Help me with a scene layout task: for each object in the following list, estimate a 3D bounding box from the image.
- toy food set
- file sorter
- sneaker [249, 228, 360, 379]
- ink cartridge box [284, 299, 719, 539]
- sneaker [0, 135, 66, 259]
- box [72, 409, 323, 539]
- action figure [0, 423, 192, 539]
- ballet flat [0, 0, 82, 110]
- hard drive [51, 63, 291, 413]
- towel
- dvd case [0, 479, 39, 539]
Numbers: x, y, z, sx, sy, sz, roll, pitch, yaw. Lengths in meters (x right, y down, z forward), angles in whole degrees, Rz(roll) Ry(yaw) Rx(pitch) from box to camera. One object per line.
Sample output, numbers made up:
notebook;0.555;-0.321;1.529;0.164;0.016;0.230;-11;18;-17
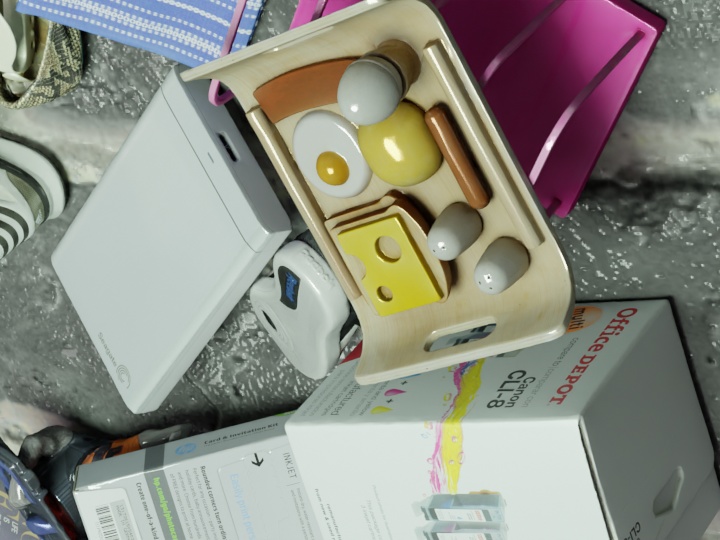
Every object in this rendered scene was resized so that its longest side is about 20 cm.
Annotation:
toy food set;0.007;-0.038;1.085;0.143;0.060;0.201;-16;109;38
file sorter;0.034;-0.109;1.148;0.199;0.125;0.139;33;130;11
sneaker;0.000;0.000;1.275;0.073;0.112;0.200;52;166;3
ink cartridge box;0.089;0.113;1.235;0.199;0.145;0.145;-3;116;33
sneaker;-0.309;-0.055;1.401;0.199;0.115;0.076;18;132;23
box;-0.072;0.178;1.380;0.199;0.041;0.157;-15;113;3
action figure;-0.169;0.171;1.482;0.193;0.105;0.201;5;132;38
ballet flat;-0.206;-0.187;1.286;0.068;0.075;0.201;21;126;24
hard drive;-0.126;-0.017;1.340;0.132;0.027;0.200;59;135;21
towel;-0.112;-0.204;1.209;0.144;0.024;0.201;17;132;-9
dvd case;-0.241;0.228;1.599;0.199;0.016;0.149;24;127;18
